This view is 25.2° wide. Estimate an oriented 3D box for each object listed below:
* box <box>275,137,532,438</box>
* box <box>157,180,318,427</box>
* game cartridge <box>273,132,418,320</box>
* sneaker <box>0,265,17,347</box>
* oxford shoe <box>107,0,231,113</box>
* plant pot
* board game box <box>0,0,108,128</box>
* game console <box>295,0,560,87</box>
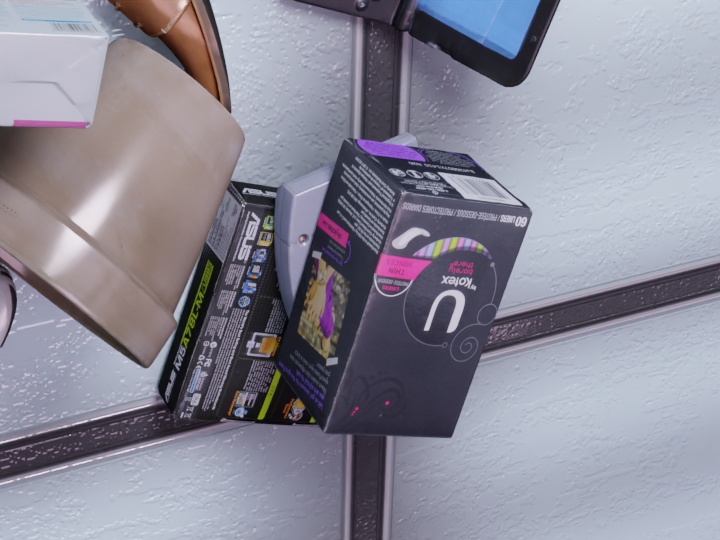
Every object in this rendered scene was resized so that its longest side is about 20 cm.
[{"bbox_3d":[0.030,0.016,1.230,0.121,0.106,0.202,5,114,-30],"label":"box"},{"bbox_3d":[-0.050,0.034,1.337,0.191,0.048,0.202,5,116,-34],"label":"box"},{"bbox_3d":[0.000,0.000,1.293,0.132,0.041,0.202,-25,126,-20],"label":"game cartridge"},{"bbox_3d":[-0.339,0.077,1.195,0.114,0.076,0.202,16,100,-30],"label":"sneaker"},{"bbox_3d":[-0.143,-0.193,1.133,0.071,0.072,0.202,-22,120,0],"label":"oxford shoe"},{"bbox_3d":[-0.177,-0.060,1.131,0.174,0.199,0.200,-54,131,-9],"label":"plant pot"},{"bbox_3d":[-0.257,-0.158,0.997,0.146,0.200,0.065,0,120,-28],"label":"board game box"},{"bbox_3d":[0.060,-0.257,1.165,0.174,0.117,0.202,8,115,-33],"label":"game console"}]
